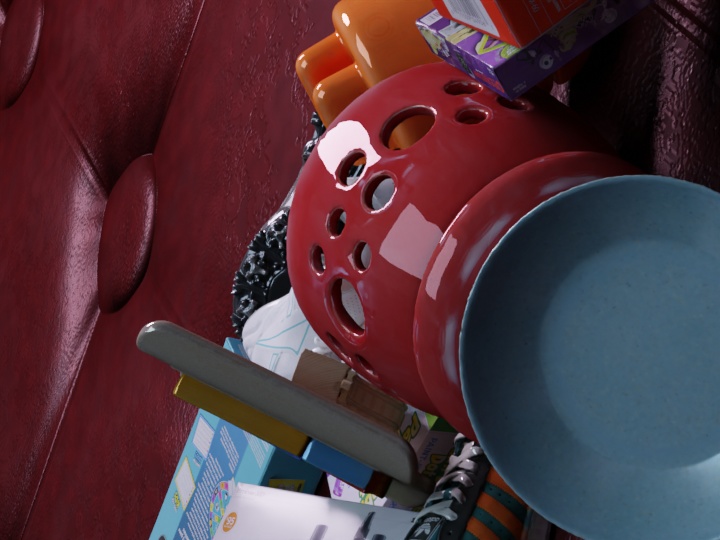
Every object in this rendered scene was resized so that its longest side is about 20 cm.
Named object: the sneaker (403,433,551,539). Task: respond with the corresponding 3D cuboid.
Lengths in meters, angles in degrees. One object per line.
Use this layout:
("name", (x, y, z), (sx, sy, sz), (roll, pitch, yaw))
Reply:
("sneaker", (0.067, 0.152, 1.682), (0.071, 0.080, 0.201), (-28, 54, 61))

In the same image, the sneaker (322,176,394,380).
("sneaker", (0.000, 0.000, 1.757), (0.200, 0.099, 0.078), (105, 167, -47))

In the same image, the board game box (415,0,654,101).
("board game box", (0.138, -0.176, 1.597), (0.200, 0.032, 0.120), (-35, 22, -7))

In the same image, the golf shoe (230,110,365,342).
("golf shoe", (-0.024, -0.032, 1.990), (0.201, 0.078, 0.094), (-62, -9, 10))

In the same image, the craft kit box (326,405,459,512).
("craft kit box", (0.031, 0.062, 1.858), (0.200, 0.048, 0.198), (-60, 32, 35))

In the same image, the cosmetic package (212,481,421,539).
("cosmetic package", (-0.022, 0.190, 1.787), (0.200, 0.051, 0.083), (3, 61, 52))

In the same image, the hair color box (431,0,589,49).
("hair color box", (0.132, -0.215, 1.571), (0.200, 0.064, 0.111), (-36, 26, -12))

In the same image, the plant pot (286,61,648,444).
("plant pot", (0.083, -0.002, 1.595), (0.182, 0.200, 0.201), (35, 111, 55))

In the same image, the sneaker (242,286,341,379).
("sneaker", (-0.018, 0.028, 1.863), (0.201, 0.070, 0.080), (119, 144, -47))

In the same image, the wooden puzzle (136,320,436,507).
("wooden puzzle", (-0.045, 0.097, 1.703), (0.037, 0.184, 0.200), (-62, -8, -8))

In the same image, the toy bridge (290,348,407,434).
("toy bridge", (-0.005, 0.083, 1.751), (0.200, 0.067, 0.027), (76, -146, -82))

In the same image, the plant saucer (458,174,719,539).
("plant saucer", (0.153, 0.047, 1.469), (0.039, 0.200, 0.202), (-29, -42, -72))

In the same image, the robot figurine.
("robot figurine", (0.062, -0.143, 1.735), (0.117, 0.199, 0.144), (61, 179, 0))

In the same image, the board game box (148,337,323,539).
("board game box", (-0.095, 0.175, 2.076), (0.201, 0.047, 0.151), (-68, 26, 22))
